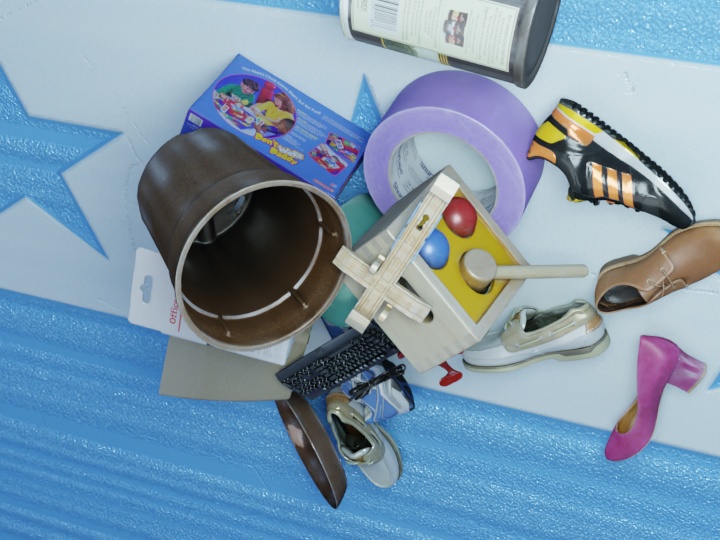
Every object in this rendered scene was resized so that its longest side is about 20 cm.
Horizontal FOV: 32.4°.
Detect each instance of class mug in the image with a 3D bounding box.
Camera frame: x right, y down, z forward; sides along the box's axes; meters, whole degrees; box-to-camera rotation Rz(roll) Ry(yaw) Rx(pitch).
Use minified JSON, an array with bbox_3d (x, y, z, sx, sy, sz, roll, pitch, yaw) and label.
[{"bbox_3d":[0.004,-0.006,1.559,0.114,0.185,0.152,44,116,10],"label":"mug"}]

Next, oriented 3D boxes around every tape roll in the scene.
[{"bbox_3d":[0.109,-0.125,1.447,0.199,0.085,0.201,14,132,17],"label":"tape roll"}]

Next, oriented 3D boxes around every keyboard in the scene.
[{"bbox_3d":[-0.008,0.127,1.598,0.127,0.021,0.200,25,141,-31],"label":"keyboard"}]

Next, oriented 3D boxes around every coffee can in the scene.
[{"bbox_3d":[0.096,-0.285,1.274,0.199,0.147,0.147,18,134,14],"label":"coffee can"}]

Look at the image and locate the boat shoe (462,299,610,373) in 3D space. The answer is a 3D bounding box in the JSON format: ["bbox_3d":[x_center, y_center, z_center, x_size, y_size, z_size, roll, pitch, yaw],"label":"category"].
[{"bbox_3d":[0.215,0.079,1.579,0.199,0.075,0.069,-13,115,27],"label":"boat shoe"}]

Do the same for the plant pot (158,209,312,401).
[{"bbox_3d":[-0.152,0.063,1.685,0.176,0.201,0.200,17,135,-3],"label":"plant pot"}]

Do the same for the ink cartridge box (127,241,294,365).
[{"bbox_3d":[-0.170,0.027,1.487,0.198,0.068,0.117,15,121,2],"label":"ink cartridge box"}]

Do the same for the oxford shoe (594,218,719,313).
[{"bbox_3d":[0.357,0.005,1.435,0.199,0.071,0.071,-30,108,40],"label":"oxford shoe"}]

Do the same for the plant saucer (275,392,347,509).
[{"bbox_3d":[-0.070,0.257,1.838,0.201,0.034,0.201,58,167,22],"label":"plant saucer"}]

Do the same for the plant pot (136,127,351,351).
[{"bbox_3d":[-0.143,-0.049,1.346,0.198,0.199,0.201,45,153,47],"label":"plant pot"}]

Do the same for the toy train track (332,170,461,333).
[{"bbox_3d":[0.040,-0.013,1.273,0.114,0.033,0.201,34,114,2],"label":"toy train track"}]

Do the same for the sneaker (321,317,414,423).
[{"bbox_3d":[-0.003,0.134,1.720,0.077,0.076,0.201,-29,110,12],"label":"sneaker"}]

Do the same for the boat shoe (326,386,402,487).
[{"bbox_3d":[-0.001,0.254,1.827,0.074,0.069,0.201,-13,122,29],"label":"boat shoe"}]

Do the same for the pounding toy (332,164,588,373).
[{"bbox_3d":[0.116,-0.001,1.380,0.200,0.184,0.142,50,134,-6],"label":"pounding toy"}]

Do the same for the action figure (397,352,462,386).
[{"bbox_3d":[0.063,0.081,1.615,0.200,0.051,0.066,39,139,54],"label":"action figure"}]

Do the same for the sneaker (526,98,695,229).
[{"bbox_3d":[0.276,-0.099,1.371,0.200,0.070,0.090,40,109,0],"label":"sneaker"}]

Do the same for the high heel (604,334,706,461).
[{"bbox_3d":[0.344,0.163,1.572,0.095,0.068,0.200,27,131,-9],"label":"high heel"}]

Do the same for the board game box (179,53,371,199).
[{"bbox_3d":[-0.097,-0.163,1.490,0.199,0.135,0.045,32,135,1],"label":"board game box"}]
